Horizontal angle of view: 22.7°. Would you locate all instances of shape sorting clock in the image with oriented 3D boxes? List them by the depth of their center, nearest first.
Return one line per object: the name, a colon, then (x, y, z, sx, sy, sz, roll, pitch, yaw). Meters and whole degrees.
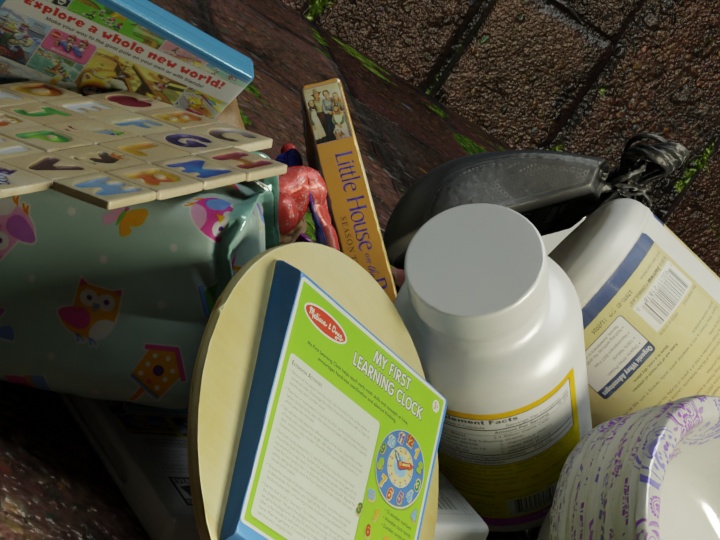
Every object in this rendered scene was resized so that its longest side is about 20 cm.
shape sorting clock: (-0.019, 0.087, 0.837, 0.039, 0.202, 0.199, -5, -13, 34)

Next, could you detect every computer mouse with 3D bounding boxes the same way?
computer mouse: (0.101, -0.051, 1.165, 0.139, 0.199, 0.053, 122, -48, -68)

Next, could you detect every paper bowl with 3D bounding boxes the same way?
paper bowl: (0.171, 0.176, 0.976, 0.200, 0.104, 0.202, 25, 55, -41)

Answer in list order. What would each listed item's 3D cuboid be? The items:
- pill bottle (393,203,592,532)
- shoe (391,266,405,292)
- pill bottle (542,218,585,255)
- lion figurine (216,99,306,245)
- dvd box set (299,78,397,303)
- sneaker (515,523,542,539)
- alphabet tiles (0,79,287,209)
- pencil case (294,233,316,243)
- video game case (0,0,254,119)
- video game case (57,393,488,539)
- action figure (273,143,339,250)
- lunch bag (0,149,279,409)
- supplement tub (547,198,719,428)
pill bottle: (0.072, 0.053, 0.979, 0.104, 0.104, 0.201, 41, -21, 33)
shoe: (0.089, 0.072, 1.213, 0.201, 0.091, 0.071, 62, -28, 3)
pill bottle: (0.113, 0.013, 1.384, 0.115, 0.117, 0.200, 29, -22, -20)
lion figurine: (-0.105, -0.087, 1.319, 0.072, 0.201, 0.122, -4, 19, 38)
dvd box set: (0.000, 0.000, 1.132, 0.146, 0.029, 0.201, 87, -11, -69)
sneaker: (0.118, 0.160, 1.125, 0.082, 0.077, 0.200, 34, 1, 15)
alphabet tiles: (-0.139, -0.063, 0.857, 0.166, 0.006, 0.200, 20, 20, 29)
pencil case: (0.034, 0.051, 1.275, 0.199, 0.085, 0.093, 31, 32, -18)
video game case: (-0.174, -0.081, 0.986, 0.143, 0.200, 0.018, 27, 39, -32)
video game case: (-0.055, 0.088, 0.947, 0.199, 0.023, 0.182, 7, 27, -37)
action figure: (-0.050, -0.022, 1.085, 0.065, 0.100, 0.200, -7, 7, -5)
lunch bag: (-0.130, -0.012, 0.909, 0.169, 0.123, 0.200, 10, 12, 3)
supplement tub: (0.191, 0.069, 1.134, 0.200, 0.144, 0.144, 43, 11, -3)
